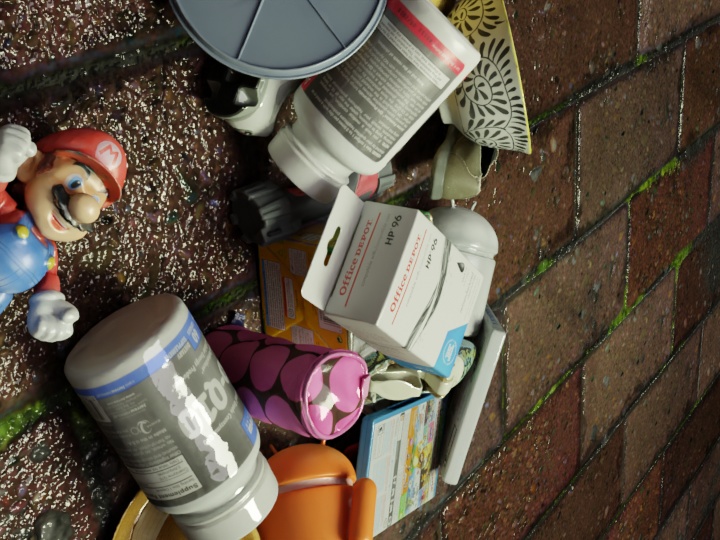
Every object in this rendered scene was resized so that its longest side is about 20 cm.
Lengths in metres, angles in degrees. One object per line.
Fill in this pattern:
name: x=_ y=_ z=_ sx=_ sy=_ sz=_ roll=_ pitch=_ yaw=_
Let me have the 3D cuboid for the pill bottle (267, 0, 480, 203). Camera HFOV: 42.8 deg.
pill bottle: x=0.007 y=-0.161 z=0.854 sx=0.200 sy=0.111 sz=0.110 roll=-46 pitch=147 yaw=15

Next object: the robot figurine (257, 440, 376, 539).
robot figurine: x=-0.049 y=0.271 z=0.963 sx=0.114 sy=0.144 sz=0.203 roll=-3 pitch=66 yaw=-19

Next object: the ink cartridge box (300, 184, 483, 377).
ink cartridge box: x=0.036 y=0.014 z=0.881 sx=0.200 sy=0.067 sz=0.118 roll=37 pitch=69 yaw=-52

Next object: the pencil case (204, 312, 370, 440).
pencil case: x=-0.073 y=0.098 z=0.855 sx=0.093 sy=0.198 sz=0.093 roll=6 pitch=92 yaw=-39

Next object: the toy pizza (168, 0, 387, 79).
toy pizza: x=-0.071 y=-0.261 z=0.791 sx=0.032 sy=0.197 sz=0.203 roll=145 pitch=-35 yaw=-80

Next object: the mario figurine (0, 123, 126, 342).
mario figurine: x=-0.239 y=-0.021 z=0.663 sx=0.201 sy=0.105 sz=0.124 roll=-53 pitch=173 yaw=-18

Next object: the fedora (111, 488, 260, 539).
fedora: x=-0.154 y=0.278 z=0.899 sx=0.199 sy=0.081 sz=0.204 roll=-23 pitch=119 yaw=-48

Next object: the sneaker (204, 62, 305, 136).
sneaker: x=-0.078 y=-0.222 z=0.863 sx=0.203 sy=0.073 sz=0.088 roll=-67 pitch=153 yaw=-4

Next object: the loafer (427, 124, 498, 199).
loafer: x=0.136 y=-0.144 z=1.137 sx=0.201 sy=0.068 sz=0.076 roll=-64 pitch=165 yaw=-47

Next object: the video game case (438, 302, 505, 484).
video game case: x=0.137 y=0.149 z=1.198 sx=0.182 sy=0.022 sz=0.203 roll=-94 pitch=-161 yaw=-78

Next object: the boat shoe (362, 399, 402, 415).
boat shoe: x=0.025 y=0.148 z=1.120 sx=0.075 sy=0.064 sz=0.203 roll=-60 pitch=141 yaw=-22

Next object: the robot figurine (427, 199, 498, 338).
robot figurine: x=0.107 y=0.007 z=1.147 sx=0.169 sy=0.111 sz=0.204 roll=7 pitch=96 yaw=-70

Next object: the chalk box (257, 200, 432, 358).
chalk box: x=0.000 y=0.000 z=0.991 sx=0.199 sy=0.122 sz=0.127 roll=-26 pitch=120 yaw=-48

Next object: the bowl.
bowl: x=0.129 y=-0.223 z=1.051 sx=0.201 sy=0.092 sz=0.205 roll=-12 pitch=90 yaw=-81

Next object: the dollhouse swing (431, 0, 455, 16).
dollhouse swing: x=0.025 y=-0.315 z=0.997 sx=0.181 sy=0.176 sz=0.201 roll=37 pitch=65 yaw=-8

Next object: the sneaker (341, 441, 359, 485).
sneaker: x=0.011 y=0.254 z=1.130 sx=0.199 sy=0.076 sz=0.087 roll=14 pitch=84 yaw=-55

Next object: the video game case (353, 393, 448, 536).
video game case: x=0.048 y=0.224 z=1.085 sx=0.199 sy=0.018 sz=0.146 roll=-7 pitch=106 yaw=-60

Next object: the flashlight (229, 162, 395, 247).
flashlight: x=-0.049 y=-0.086 z=0.950 sx=0.198 sy=0.067 sz=0.069 roll=-23 pitch=114 yaw=-43

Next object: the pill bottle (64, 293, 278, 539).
pill bottle: x=-0.155 y=0.132 z=0.789 sx=0.114 sy=0.113 sz=0.202 roll=-45 pitch=119 yaw=-36

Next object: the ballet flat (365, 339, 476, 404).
ballet flat: x=0.064 y=0.121 z=1.053 sx=0.197 sy=0.074 sz=0.076 roll=-4 pitch=106 yaw=-30
